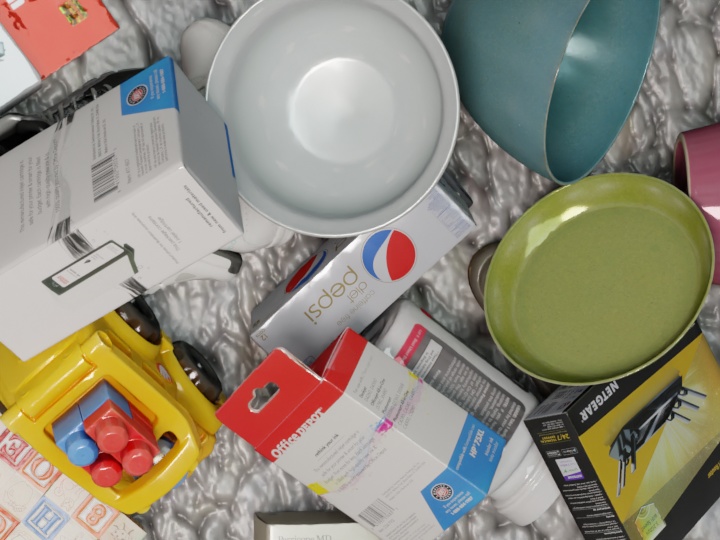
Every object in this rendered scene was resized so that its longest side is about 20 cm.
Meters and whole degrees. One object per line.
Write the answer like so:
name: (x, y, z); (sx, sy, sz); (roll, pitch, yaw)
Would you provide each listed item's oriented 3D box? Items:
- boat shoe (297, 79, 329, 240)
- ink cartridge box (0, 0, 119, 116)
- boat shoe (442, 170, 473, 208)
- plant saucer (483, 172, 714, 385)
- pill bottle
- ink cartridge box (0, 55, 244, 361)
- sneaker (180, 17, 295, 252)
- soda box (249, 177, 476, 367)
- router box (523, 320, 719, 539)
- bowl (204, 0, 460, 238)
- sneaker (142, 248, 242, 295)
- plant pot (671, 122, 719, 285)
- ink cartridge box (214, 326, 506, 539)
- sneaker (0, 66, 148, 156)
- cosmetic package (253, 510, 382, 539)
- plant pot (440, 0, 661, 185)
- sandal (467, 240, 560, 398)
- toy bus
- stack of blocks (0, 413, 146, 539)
boat shoe: (-0.050, -0.119, 1.433); (0.065, 0.073, 0.200); (-30, 95, -16)
ink cartridge box: (-0.321, -0.231, 1.395); (0.173, 0.044, 0.200); (-37, 96, -9)
boat shoe: (0.037, -0.130, 1.446); (0.063, 0.073, 0.200); (-20, 101, 10)
plant saucer: (0.200, 0.011, 1.417); (0.200, 0.200, 0.031); (-53, 140, -9)
pill bottle: (0.081, 0.123, 1.433); (0.200, 0.111, 0.111); (38, 81, -8)
ink cartridge box: (-0.196, -0.046, 1.265); (0.200, 0.146, 0.084); (-29, 129, 14)
sneaker: (-0.118, -0.112, 1.396); (0.088, 0.075, 0.201); (-13, 80, -40)
soda box: (0.000, 0.000, 1.410); (0.200, 0.068, 0.064); (-42, 105, 9)
router box: (0.242, 0.140, 1.445); (0.200, 0.052, 0.158); (-37, 104, -40)
bowl: (-0.018, -0.127, 1.354); (0.200, 0.090, 0.202); (0, 92, 7)
sneaker: (-0.203, 0.012, 1.408); (0.200, 0.076, 0.116); (10, 99, -9)
plant pot: (0.364, -0.059, 1.469); (0.178, 0.200, 0.201); (-2, 89, 4)
ink cartridge box: (-0.001, 0.126, 1.349); (0.200, 0.116, 0.067); (37, 42, -8)
sneaker: (-0.232, -0.110, 1.372); (0.200, 0.115, 0.075); (-27, 94, -11)
cosmetic package: (-0.035, 0.303, 1.416); (0.103, 0.087, 0.201); (-1, 88, -11)
plant pot: (0.147, -0.189, 1.434); (0.135, 0.200, 0.200); (24, 82, 25)
sandal: (0.173, 0.055, 1.484); (0.082, 0.055, 0.200); (-40, 96, -10)
toy bus: (-0.184, 0.117, 1.314); (0.136, 0.192, 0.200); (-41, 122, 3)
stack of blocks: (-0.286, 0.191, 1.380); (0.200, 0.059, 0.115); (42, 81, -8)
